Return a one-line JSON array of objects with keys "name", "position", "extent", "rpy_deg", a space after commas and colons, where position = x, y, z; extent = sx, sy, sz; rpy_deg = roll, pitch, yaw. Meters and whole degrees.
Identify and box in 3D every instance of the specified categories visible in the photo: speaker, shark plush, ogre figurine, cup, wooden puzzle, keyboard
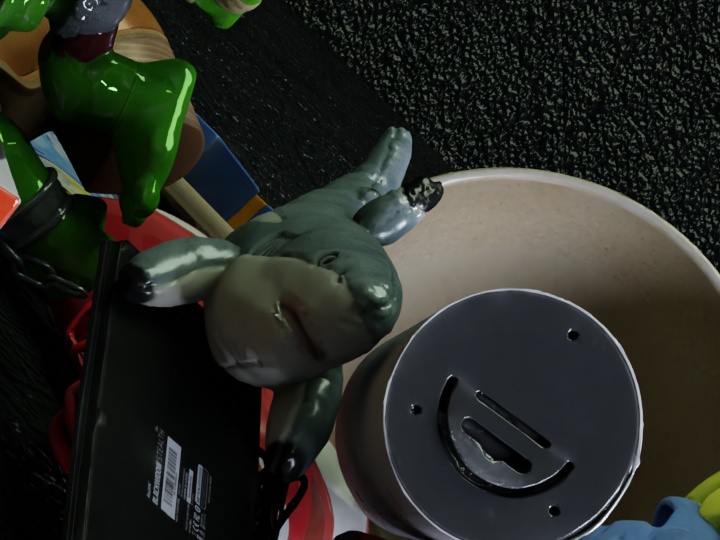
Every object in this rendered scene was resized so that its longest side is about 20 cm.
[{"name": "speaker", "position": [0.037, 0.052, 0.915], "extent": [0.081, 0.081, 0.200], "rpy_deg": [44, -6, 0]}, {"name": "shark plush", "position": [0.000, 0.000, 0.966], "extent": [0.091, 0.083, 0.200], "rpy_deg": [55, 22, 2]}, {"name": "ogre figurine", "position": [-0.104, -0.096, 0.975], "extent": [0.119, 0.200, 0.098], "rpy_deg": [23, 36, -15]}, {"name": "cup", "position": [0.059, 0.078, 1.163], "extent": [0.200, 0.200, 0.143], "rpy_deg": [47, -19, 18]}, {"name": "wooden puzzle", "position": [-0.042, -0.005, 1.299], "extent": [0.200, 0.046, 0.185], "rpy_deg": [39, -7, 32]}, {"name": "keyboard", "position": [-0.064, 0.082, 0.886], "extent": [0.104, 0.040, 0.200], "rpy_deg": [43, 26, -26]}]

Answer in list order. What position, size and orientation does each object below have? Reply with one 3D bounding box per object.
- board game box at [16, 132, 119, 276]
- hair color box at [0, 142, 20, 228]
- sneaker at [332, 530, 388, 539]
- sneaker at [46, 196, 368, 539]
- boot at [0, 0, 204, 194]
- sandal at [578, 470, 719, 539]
[{"name": "board game box", "position": [-0.117, -0.013, 1.196], "extent": [0.200, 0.034, 0.135], "rpy_deg": [43, 7, -9]}, {"name": "hair color box", "position": [-0.206, -0.070, 0.856], "extent": [0.200, 0.061, 0.102], "rpy_deg": [34, 14, -29]}, {"name": "sneaker", "position": [0.043, 0.152, 0.847], "extent": [0.097, 0.071, 0.201], "rpy_deg": [1, 32, -12]}, {"name": "sneaker", "position": [-0.078, 0.029, 1.020], "extent": [0.200, 0.078, 0.115], "rpy_deg": [48, 7, 34]}, {"name": "boot", "position": [-0.164, -0.107, 1.093], "extent": [0.199, 0.077, 0.156], "rpy_deg": [0, 46, -38]}, {"name": "sandal", "position": [0.115, 0.130, 0.909], "extent": [0.200, 0.087, 0.080], "rpy_deg": [-128, -150, -72]}]
